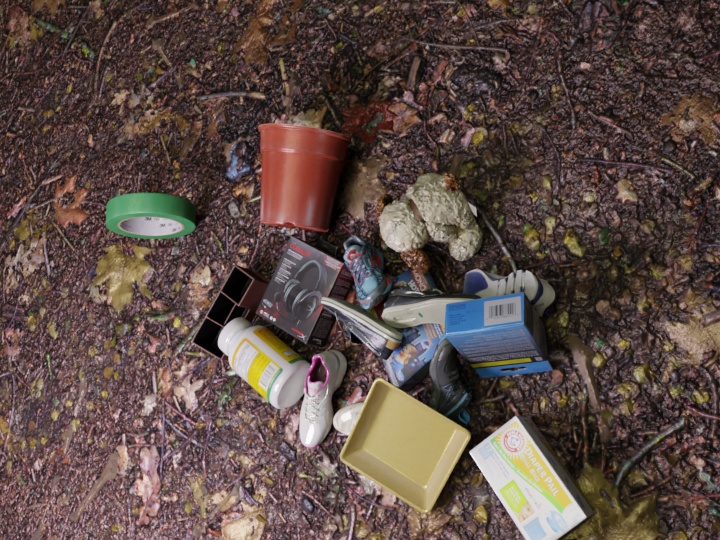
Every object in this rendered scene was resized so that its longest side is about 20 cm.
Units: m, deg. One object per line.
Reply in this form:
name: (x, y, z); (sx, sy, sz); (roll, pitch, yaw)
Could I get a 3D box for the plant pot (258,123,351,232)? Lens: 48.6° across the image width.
plant pot: (-0.127, -0.187, 1.660); (0.198, 0.200, 0.199); (7, 90, 27)

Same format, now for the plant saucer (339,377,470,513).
plant saucer: (0.084, 0.316, 1.472); (0.198, 0.048, 0.202); (29, 114, 12)

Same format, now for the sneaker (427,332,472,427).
sneaker: (0.169, 0.199, 1.456); (0.081, 0.073, 0.203); (12, 124, 20)

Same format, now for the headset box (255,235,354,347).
headset box: (-0.107, 0.035, 1.659); (0.148, 0.077, 0.202); (27, 93, 29)

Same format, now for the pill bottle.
pill bottle: (-0.203, 0.186, 1.654); (0.199, 0.112, 0.114); (35, 95, 28)

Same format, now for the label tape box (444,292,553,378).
label tape box: (0.247, 0.118, 1.405); (0.142, 0.200, 0.064); (-9, 58, 24)

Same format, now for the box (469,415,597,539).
box: (0.296, 0.363, 1.370); (0.112, 0.101, 0.201); (-41, 65, 13)

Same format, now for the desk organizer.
desk organizer: (-0.279, 0.094, 1.732); (0.071, 0.077, 0.202); (32, 94, 28)

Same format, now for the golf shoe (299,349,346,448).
golf shoe: (-0.091, 0.255, 1.596); (0.074, 0.091, 0.204); (12, 86, 26)

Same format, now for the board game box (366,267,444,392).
board game box: (0.122, 0.101, 1.537); (0.198, 0.062, 0.203); (-29, 68, 17)

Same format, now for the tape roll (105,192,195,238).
tape roll: (-0.474, -0.122, 1.807); (0.197, 0.200, 0.049); (-8, 75, 25)

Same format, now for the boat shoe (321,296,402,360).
boat shoe: (-0.007, 0.107, 1.529); (0.199, 0.074, 0.063); (30, 100, 33)

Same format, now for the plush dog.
plush dog: (0.118, -0.099, 1.512); (0.170, 0.161, 0.201); (-32, 68, -1)

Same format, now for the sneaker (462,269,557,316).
sneaker: (0.283, 0.049, 1.459); (0.198, 0.114, 0.082); (-1, 75, 56)

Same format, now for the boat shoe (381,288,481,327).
boat shoe: (0.135, 0.059, 1.466); (0.197, 0.072, 0.068); (-5, 46, 27)

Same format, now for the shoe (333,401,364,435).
shoe: (0.030, 0.289, 1.547); (0.197, 0.053, 0.071); (-5, 76, 26)

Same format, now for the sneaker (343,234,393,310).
sneaker: (0.000, 0.000, 1.551); (0.079, 0.096, 0.201); (-39, 27, 12)
